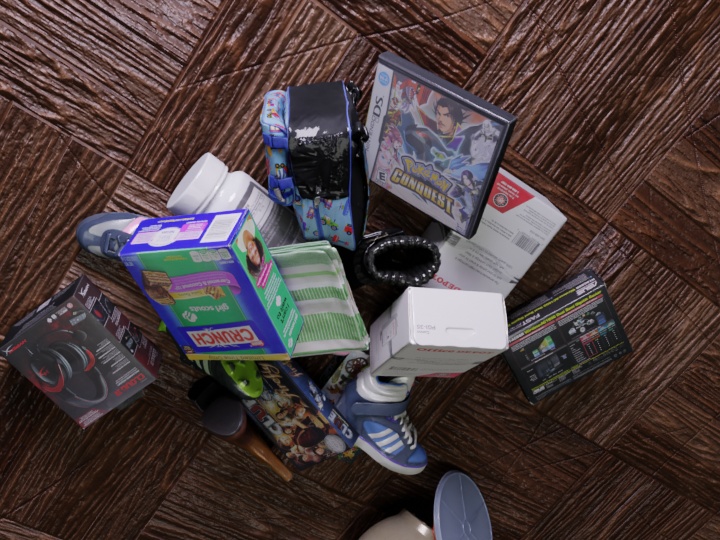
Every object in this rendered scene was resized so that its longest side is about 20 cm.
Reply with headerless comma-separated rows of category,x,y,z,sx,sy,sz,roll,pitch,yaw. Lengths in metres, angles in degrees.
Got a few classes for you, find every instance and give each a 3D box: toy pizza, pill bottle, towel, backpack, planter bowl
toy pizza,0.177,0.460,1.261,0.031,0.201,0.201,-21,121,32
pill bottle,-0.161,-0.065,0.989,0.199,0.113,0.113,38,105,-23
towel,-0.079,0.047,0.985,0.151,0.024,0.201,-8,131,15
backpack,-0.055,-0.129,0.942,0.133,0.183,0.202,-5,125,-2
planter bowl,0.090,0.522,1.285,0.200,0.200,0.135,43,77,-24

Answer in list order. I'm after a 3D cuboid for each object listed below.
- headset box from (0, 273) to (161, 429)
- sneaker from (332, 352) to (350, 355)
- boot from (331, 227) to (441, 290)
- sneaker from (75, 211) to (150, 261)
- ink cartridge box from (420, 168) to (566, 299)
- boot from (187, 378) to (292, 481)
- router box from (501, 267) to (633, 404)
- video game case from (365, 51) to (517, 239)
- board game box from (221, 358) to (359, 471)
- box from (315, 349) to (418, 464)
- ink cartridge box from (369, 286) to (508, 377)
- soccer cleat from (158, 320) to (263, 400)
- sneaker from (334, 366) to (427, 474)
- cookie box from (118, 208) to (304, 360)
headset box,-0.409,0.131,1.069,0.148,0.075,0.201,-33,116,7
sneaker,-0.098,0.064,1.096,0.198,0.079,0.096,16,92,-17
boot,0.000,-0.003,1.005,0.209,0.158,0.080,-24,105,-5
sneaker,-0.304,-0.032,1.001,0.197,0.082,0.071,6,117,-11
ink cartridge box,0.184,-0.045,1.066,0.143,0.084,0.201,28,109,-21
boot,-0.178,0.273,1.117,0.069,0.187,0.201,-46,116,-23
router box,0.330,0.111,1.176,0.199,0.062,0.151,-29,117,7
video game case,0.090,-0.162,0.934,0.199,0.025,0.182,34,134,22
board game box,-0.113,0.218,1.119,0.135,0.035,0.200,-33,101,38
box,-0.015,0.222,1.192,0.136,0.038,0.201,30,108,-20
ink cartridge box,0.108,0.096,1.031,0.145,0.084,0.200,4,159,-14
soccer cleat,-0.225,0.127,1.067,0.200,0.067,0.081,44,121,13
sneaker,0.063,0.233,1.141,0.199,0.081,0.147,34,113,-15
cookie box,-0.187,0.026,0.926,0.169,0.076,0.201,-4,132,23
